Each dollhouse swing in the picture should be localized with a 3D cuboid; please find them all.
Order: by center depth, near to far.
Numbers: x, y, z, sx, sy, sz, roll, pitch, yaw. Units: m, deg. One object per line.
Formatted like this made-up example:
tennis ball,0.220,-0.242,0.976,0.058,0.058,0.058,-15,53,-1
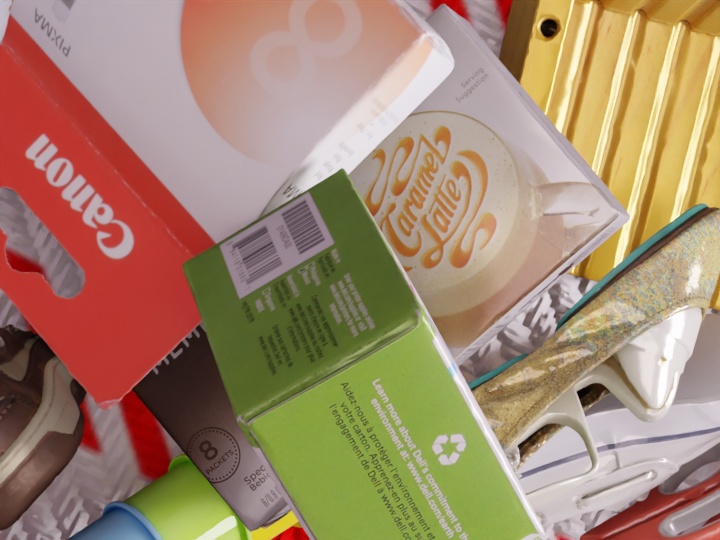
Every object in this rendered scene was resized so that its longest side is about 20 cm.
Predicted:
dollhouse swing,0.170,-0.070,1.067,0.199,0.176,0.183,13,93,-9

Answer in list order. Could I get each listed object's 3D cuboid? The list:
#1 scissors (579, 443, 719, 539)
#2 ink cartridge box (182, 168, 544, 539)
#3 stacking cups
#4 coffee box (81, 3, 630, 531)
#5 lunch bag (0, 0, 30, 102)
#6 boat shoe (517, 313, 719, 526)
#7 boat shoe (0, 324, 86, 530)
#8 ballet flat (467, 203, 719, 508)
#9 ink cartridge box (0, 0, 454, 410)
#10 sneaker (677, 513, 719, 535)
scissors,0.101,0.133,1.129,0.199,0.073,0.014,-28,116,-3
ink cartridge box,0.021,0.082,0.924,0.075,0.148,0.201,-30,115,1
stacking cups,-0.109,0.129,1.063,0.199,0.060,0.061,-29,99,-33
coffee box,0.000,0.000,1.030,0.200,0.080,0.115,-40,85,7
lunch bag,-0.114,-0.107,1.080,0.160,0.076,0.200,-45,99,2
boat shoe,0.110,0.079,1.129,0.199,0.072,0.066,-19,125,-11
boat shoe,-0.157,0.046,1.021,0.075,0.202,0.075,41,86,-11
ballet flat,0.094,0.052,1.063,0.200,0.071,0.071,-36,98,-10
ink cartridge box,-0.086,-0.072,0.991,0.200,0.050,0.162,-44,68,2
sneaker,0.204,0.126,1.117,0.078,0.116,0.201,34,90,-9
